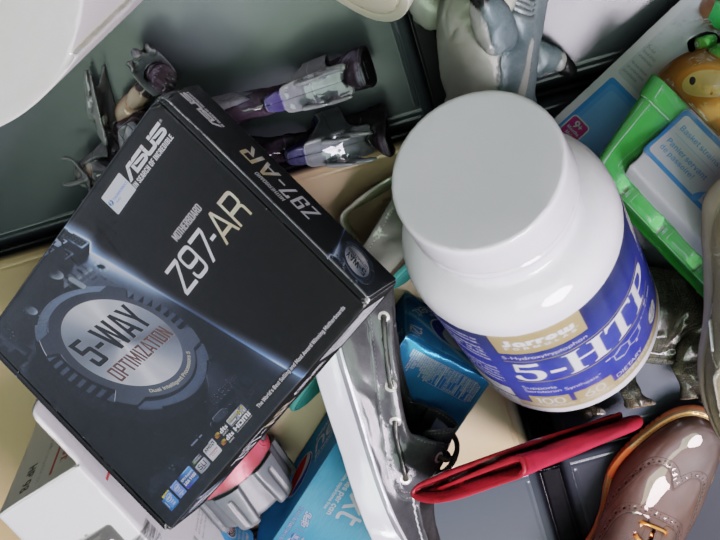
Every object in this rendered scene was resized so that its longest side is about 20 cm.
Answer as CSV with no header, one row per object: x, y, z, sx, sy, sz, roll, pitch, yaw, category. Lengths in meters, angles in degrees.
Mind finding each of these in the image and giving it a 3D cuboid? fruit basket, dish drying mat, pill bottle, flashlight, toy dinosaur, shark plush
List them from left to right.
-0.122,0.075,0.889,0.068,0.068,0.200,-16,117,49,flashlight
0.090,-0.009,0.759,0.119,0.120,0.200,-25,150,10,pill bottle
0.097,-0.112,0.809,0.083,0.091,0.201,-28,110,-21,shark plush
0.106,0.111,0.843,0.077,0.200,0.018,-26,79,27,dish drying mat
0.177,0.036,0.878,0.199,0.077,0.103,-8,87,13,toy dinosaur
0.235,-0.083,0.778,0.200,0.094,0.185,-43,77,11,fruit basket

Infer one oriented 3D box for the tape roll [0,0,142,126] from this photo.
-0.208,-0.185,0.706,0.202,0.139,0.203,6,121,10,tape roll

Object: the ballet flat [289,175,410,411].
0.000,0.000,0.865,0.064,0.067,0.200,45,109,11,ballet flat

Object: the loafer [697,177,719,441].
0.215,0.043,0.727,0.075,0.068,0.201,-13,119,8,loafer

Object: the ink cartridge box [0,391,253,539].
-0.157,0.149,0.892,0.067,0.116,0.200,-33,110,14,ink cartridge box

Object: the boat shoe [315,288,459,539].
0.025,0.096,0.826,0.066,0.070,0.201,-16,104,10,boat shoe

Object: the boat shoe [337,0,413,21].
-0.043,-0.217,0.759,0.200,0.072,0.060,35,66,-1,boat shoe

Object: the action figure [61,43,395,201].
-0.085,-0.078,0.818,0.199,0.069,0.130,-14,119,9,action figure

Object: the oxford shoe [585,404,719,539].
0.190,0.183,0.934,0.071,0.073,0.201,20,112,-9,oxford shoe

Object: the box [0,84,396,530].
-0.100,0.023,0.786,0.160,0.044,0.200,45,115,7,box

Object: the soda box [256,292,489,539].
0.005,0.119,0.905,0.064,0.068,0.200,29,111,-11,soda box
